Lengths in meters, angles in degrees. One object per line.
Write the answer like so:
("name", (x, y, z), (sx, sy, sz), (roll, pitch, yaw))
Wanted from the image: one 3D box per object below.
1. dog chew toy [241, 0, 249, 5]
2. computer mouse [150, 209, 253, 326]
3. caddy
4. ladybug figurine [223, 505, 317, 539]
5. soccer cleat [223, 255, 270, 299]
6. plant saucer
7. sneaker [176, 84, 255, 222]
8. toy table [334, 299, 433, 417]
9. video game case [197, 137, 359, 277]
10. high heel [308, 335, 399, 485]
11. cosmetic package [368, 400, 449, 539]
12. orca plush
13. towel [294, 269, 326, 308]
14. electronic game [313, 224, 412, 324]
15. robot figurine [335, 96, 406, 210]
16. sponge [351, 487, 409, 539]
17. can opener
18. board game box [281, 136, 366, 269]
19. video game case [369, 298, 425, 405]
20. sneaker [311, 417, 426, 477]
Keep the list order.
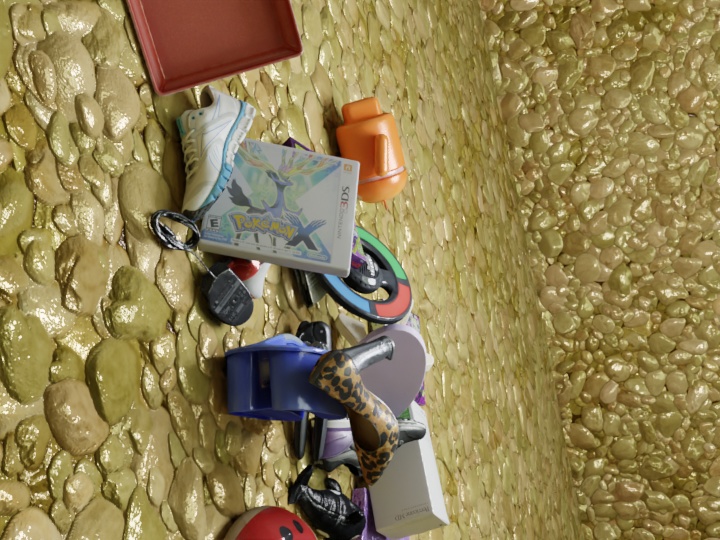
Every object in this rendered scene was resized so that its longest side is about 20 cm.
("dog chew toy", (-0.157, -0.355, 1.194), (0.200, 0.122, 0.127), (2, 79, -75))
("computer mouse", (-0.197, -0.002, 1.057), (0.059, 0.034, 0.201), (-52, 130, -24))
("caddy", (-0.091, 0.136, 1.107), (0.200, 0.139, 0.107), (30, 57, -63))
("ladybug figurine", (-0.107, 0.363, 1.058), (0.199, 0.071, 0.138), (9, 72, -67))
("soccer cleat", (-0.141, -0.055, 1.175), (0.086, 0.067, 0.203), (71, 22, -51))
("plant saucer", (-0.190, -0.341, 1.059), (0.037, 0.197, 0.203), (-156, -132, -71))
("sneaker", (-0.202, -0.152, 1.077), (0.086, 0.075, 0.203), (32, 49, -26))
("toy table", (0.035, 0.146, 1.398), (0.183, 0.200, 0.118), (35, 26, -14))
("video game case", (-0.103, -0.089, 1.134), (0.022, 0.196, 0.185), (112, -15, -56))
("high heel", (-0.017, 0.188, 1.053), (0.141, 0.071, 0.204), (-14, 110, -48))
("cosmetic package", (0.069, 0.328, 1.414), (0.085, 0.106, 0.203), (50, 23, -53))
("orca plush", (-0.028, 0.347, 1.261), (0.106, 0.070, 0.201), (-77, 149, -44))
("towel", (-0.079, -0.059, 1.378), (0.200, 0.034, 0.196), (-45, 126, -66))
("electronic game", (0.000, 0.000, 1.334), (0.198, 0.042, 0.202), (29, 35, -22))
("robot figurine", (0.021, -0.212, 1.567), (0.116, 0.142, 0.203), (-27, 107, -44))
("sponge", (0.034, 0.450, 1.425), (0.200, 0.029, 0.113), (51, 35, -49))
("can opener", (-0.068, 0.173, 1.235), (0.079, 0.062, 0.204), (74, 14, -81))
("board game box", (-0.058, -0.105, 1.310), (0.119, 0.032, 0.202), (24, 38, -40))
("video game case", (0.072, 0.162, 1.636), (0.200, 0.035, 0.185), (29, 55, -63))
("sneaker", (0.011, 0.272, 1.319), (0.197, 0.075, 0.089), (5, 81, -28))
